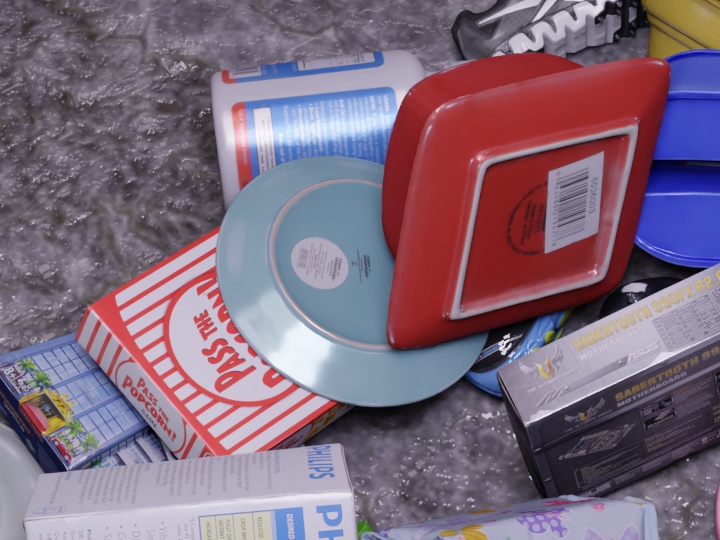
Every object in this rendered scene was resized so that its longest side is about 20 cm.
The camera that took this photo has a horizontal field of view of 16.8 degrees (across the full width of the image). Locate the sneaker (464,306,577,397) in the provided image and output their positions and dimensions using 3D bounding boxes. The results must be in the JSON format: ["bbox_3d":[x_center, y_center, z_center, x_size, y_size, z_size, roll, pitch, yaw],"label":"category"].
[{"bbox_3d":[0.125,-0.004,1.732,0.083,0.071,0.200,30,67,12],"label":"sneaker"}]

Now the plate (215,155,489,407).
[{"bbox_3d":[0.000,0.000,1.658,0.200,0.026,0.201,10,57,-15],"label":"plate"}]

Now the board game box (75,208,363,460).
[{"bbox_3d":[-0.068,0.044,1.649,0.200,0.046,0.152,-34,75,-33],"label":"board game box"}]

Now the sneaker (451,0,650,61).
[{"bbox_3d":[0.154,-0.207,1.858,0.200,0.067,0.091,-30,65,-13],"label":"sneaker"}]

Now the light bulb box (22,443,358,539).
[{"bbox_3d":[-0.097,0.223,1.514,0.199,0.125,0.199,-5,100,-2],"label":"light bulb box"}]

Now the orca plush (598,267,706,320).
[{"bbox_3d":[0.262,0.010,1.688,0.199,0.105,0.071,-11,61,12],"label":"orca plush"}]

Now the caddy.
[{"bbox_3d":[0.268,-0.078,1.681,0.199,0.142,0.105,4,24,21],"label":"caddy"}]

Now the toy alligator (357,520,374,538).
[{"bbox_3d":[-0.079,0.221,1.614,0.200,0.059,0.054,-36,27,-1],"label":"toy alligator"}]

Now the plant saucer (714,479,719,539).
[{"bbox_3d":[0.340,0.163,1.635,0.200,0.051,0.201,-1,59,1],"label":"plant saucer"}]

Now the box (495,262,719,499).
[{"bbox_3d":[0.197,0.075,1.612,0.200,0.158,0.048,-26,59,-1],"label":"box"}]

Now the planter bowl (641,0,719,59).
[{"bbox_3d":[0.273,-0.143,1.780,0.200,0.200,0.084,34,101,20],"label":"planter bowl"}]

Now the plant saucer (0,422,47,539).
[{"bbox_3d":[-0.297,0.175,1.648,0.199,0.050,0.201,-1,59,1],"label":"plant saucer"}]

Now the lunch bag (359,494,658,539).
[{"bbox_3d":[0.097,0.249,1.511,0.169,0.127,0.201,-7,89,-33],"label":"lunch bag"}]

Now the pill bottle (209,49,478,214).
[{"bbox_3d":[-0.006,-0.101,1.772,0.199,0.112,0.113,-6,58,-2],"label":"pill bottle"}]

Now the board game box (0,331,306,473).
[{"bbox_3d":[-0.118,0.100,1.674,0.200,0.062,0.200,-30,64,-21],"label":"board game box"}]

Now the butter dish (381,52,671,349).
[{"bbox_3d":[0.085,-0.071,1.630,0.199,0.200,0.148,-13,40,-28],"label":"butter dish"}]
